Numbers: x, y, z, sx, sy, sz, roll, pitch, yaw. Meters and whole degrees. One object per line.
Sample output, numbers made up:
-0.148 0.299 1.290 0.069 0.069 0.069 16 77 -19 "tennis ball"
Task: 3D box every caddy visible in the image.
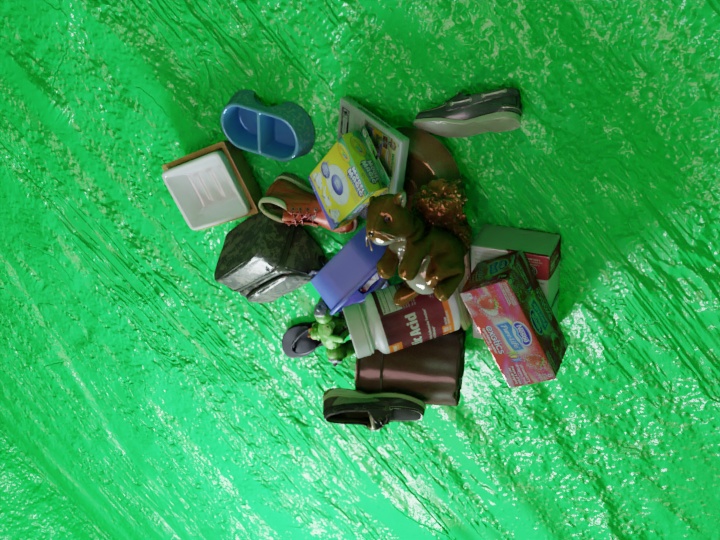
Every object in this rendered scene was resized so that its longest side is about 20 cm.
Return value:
0.000 0.000 1.478 0.200 0.141 0.105 -44 87 16 "caddy"

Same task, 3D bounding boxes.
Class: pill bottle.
0.073 0.083 1.403 0.196 0.115 0.116 -19 116 -1 "pill bottle"

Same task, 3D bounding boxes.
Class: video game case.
0.015 -0.184 1.390 0.182 0.022 0.203 42 140 38 "video game case"

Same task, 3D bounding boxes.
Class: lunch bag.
-0.183 -0.019 1.605 0.166 0.142 0.198 31 141 -30 "lunch bag"

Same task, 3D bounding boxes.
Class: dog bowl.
-0.184 -0.274 1.485 0.197 0.050 0.113 20 129 20 "dog bowl"

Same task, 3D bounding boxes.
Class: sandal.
-0.115 0.153 1.739 0.198 0.043 0.077 -26 105 41 "sandal"

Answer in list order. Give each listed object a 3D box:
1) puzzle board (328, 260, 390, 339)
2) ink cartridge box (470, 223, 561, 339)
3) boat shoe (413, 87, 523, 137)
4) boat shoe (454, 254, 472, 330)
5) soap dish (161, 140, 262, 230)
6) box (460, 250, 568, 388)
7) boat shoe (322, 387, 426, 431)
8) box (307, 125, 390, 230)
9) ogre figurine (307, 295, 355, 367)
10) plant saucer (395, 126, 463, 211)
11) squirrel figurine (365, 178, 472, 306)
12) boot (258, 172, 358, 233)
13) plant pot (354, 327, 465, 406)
0.007 0.065 1.620 0.148 0.017 0.203 -6 118 35 "puzzle board"
0.277 0.032 1.381 0.144 0.083 0.204 10 125 26 "ink cartridge box"
0.177 -0.262 1.272 0.197 0.072 0.063 3 80 38 "boat shoe"
0.190 0.020 1.434 0.064 0.072 0.203 -18 117 -2 "boat shoe"
-0.305 -0.178 1.606 0.197 0.081 0.159 -11 114 37 "soap dish"
0.262 0.083 1.302 0.094 0.100 0.202 -17 110 37 "box"
0.024 0.268 1.445 0.196 0.067 0.072 7 139 -2 "boat shoe"
-0.021 -0.165 1.393 0.200 0.048 0.119 -38 75 56 "box"
-0.046 0.104 1.587 0.096 0.120 0.203 18 128 19 "ogre figurine"
0.091 -0.154 1.380 0.198 0.035 0.203 25 133 29 "plant saucer"
0.095 -0.068 1.290 0.187 0.201 0.141 49 158 -19 "squirrel figurine"
-0.103 -0.112 1.508 0.197 0.107 0.076 24 129 14 "boot"
0.105 0.177 1.520 0.194 0.202 0.204 4 124 12 "plant pot"
